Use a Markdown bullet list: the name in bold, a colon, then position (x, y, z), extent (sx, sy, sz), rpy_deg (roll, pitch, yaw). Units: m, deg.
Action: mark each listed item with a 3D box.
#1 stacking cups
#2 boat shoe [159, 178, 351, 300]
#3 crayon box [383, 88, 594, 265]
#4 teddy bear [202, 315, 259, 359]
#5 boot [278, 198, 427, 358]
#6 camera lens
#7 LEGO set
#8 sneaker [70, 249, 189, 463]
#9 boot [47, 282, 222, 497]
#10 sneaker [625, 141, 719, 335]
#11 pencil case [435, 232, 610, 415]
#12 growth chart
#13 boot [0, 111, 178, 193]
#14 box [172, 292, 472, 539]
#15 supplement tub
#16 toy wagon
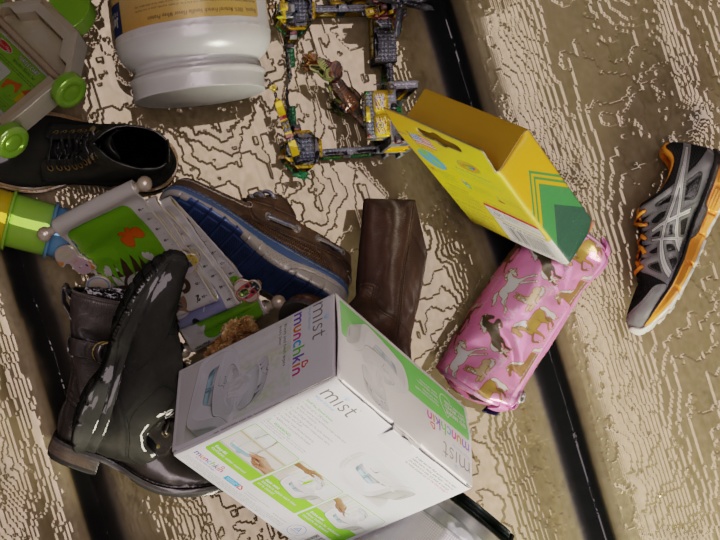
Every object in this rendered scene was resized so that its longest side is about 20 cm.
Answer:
- **stacking cups**: position (-0.268, -0.029, 1.586), extent (0.199, 0.060, 0.061), rpy_deg (17, 85, -8)
- **boat shoe**: position (-0.096, -0.032, 1.600), extent (0.199, 0.072, 0.073), rpy_deg (34, 51, -20)
- **crayon box**: position (0.118, -0.091, 1.549), extent (0.127, 0.200, 0.051), rpy_deg (28, 78, 38)
- **teddy bear**: position (-0.063, 0.101, 1.585), extent (0.199, 0.067, 0.146), rpy_deg (-1, 121, -26)
- **boot**: position (0.000, 0.000, 1.554), extent (0.064, 0.186, 0.201), rpy_deg (-7, 55, 29)
- **camera lens**: position (0.042, 0.292, 1.565), extent (0.160, 0.160, 0.200), rpy_deg (38, 83, -5)
- **LEGO set**: position (-0.012, -0.183, 1.601), extent (0.153, 0.116, 0.202), rpy_deg (5, 86, -8)
- **sneaker**: position (-0.184, 0.077, 1.509), extent (0.090, 0.076, 0.201), rpy_deg (21, 104, -10)
- **boot**: position (-0.189, 0.106, 1.566), extent (0.199, 0.069, 0.175), rpy_deg (13, 101, -6)
- **sneaker**: position (0.296, -0.033, 1.668), extent (0.077, 0.078, 0.201), rpy_deg (23, 80, 7)
- **pencil case**: position (0.156, 0.039, 1.634), extent (0.086, 0.083, 0.201), rpy_deg (35, 82, -18)
- **growth chart**: position (-0.184, 0.000, 1.565), extent (0.144, 0.018, 0.200), rpy_deg (-32, 118, 25)
- **boot**: position (-0.263, -0.113, 1.551), extent (0.198, 0.138, 0.078), rpy_deg (-1, 88, -7)
- **box**: position (-0.030, 0.138, 1.476), extent (0.176, 0.097, 0.200), rpy_deg (-28, 131, 26)
- **supplement tub**: position (-0.158, -0.257, 1.570), extent (0.143, 0.144, 0.202), rpy_deg (-6, 88, -9)
- **toy wagon**: position (-0.308, -0.191, 1.562), extent (0.200, 0.040, 0.155), rpy_deg (-41, 56, -9)
